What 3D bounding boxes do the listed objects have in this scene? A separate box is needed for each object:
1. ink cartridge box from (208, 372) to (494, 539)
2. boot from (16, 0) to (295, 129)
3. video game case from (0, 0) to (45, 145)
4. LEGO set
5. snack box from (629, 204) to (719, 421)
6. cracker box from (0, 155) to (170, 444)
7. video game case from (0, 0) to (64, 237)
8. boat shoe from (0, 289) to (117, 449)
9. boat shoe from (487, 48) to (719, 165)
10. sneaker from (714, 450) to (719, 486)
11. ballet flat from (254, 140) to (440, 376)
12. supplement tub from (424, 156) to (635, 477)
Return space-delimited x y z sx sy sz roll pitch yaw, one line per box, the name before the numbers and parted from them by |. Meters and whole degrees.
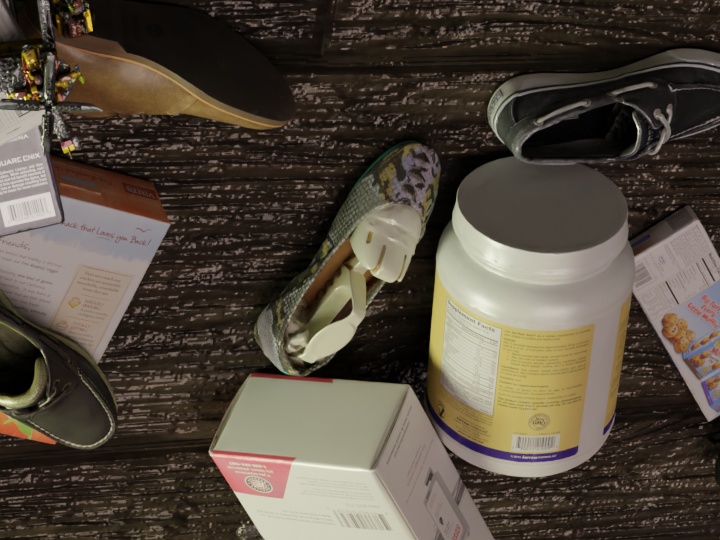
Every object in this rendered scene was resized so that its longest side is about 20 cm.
ink cartridge box | -0.003 0.174 1.797 0.146 0.083 0.200 2 140 30
boot | -0.139 -0.130 1.576 0.199 0.074 0.076 19 132 -24
video game case | -0.306 -0.114 1.490 0.199 0.018 0.144 -28 114 2
LEGO set | -0.253 -0.142 1.413 0.199 0.116 0.154 -2 112 -9
snack box | 0.266 0.037 1.880 0.072 0.024 0.200 -32 130 3
cracker box | -0.234 0.016 1.645 0.134 0.058 0.200 15 119 -30
video game case | -0.278 -0.108 1.516 0.142 0.019 0.201 -13 112 -5
boat shoe | -0.231 0.068 1.604 0.072 0.066 0.201 -35 129 7
boat shoe | 0.193 -0.110 1.713 0.199 0.068 0.072 -5 127 -18
sneaker | 0.380 0.141 1.985 0.199 0.073 0.112 -6 141 -23
ballet flat | 0.000 0.000 1.720 0.072 0.072 0.201 25 113 -34
supplement tub | 0.123 0.033 1.742 0.145 0.146 0.201 -8 127 -16
